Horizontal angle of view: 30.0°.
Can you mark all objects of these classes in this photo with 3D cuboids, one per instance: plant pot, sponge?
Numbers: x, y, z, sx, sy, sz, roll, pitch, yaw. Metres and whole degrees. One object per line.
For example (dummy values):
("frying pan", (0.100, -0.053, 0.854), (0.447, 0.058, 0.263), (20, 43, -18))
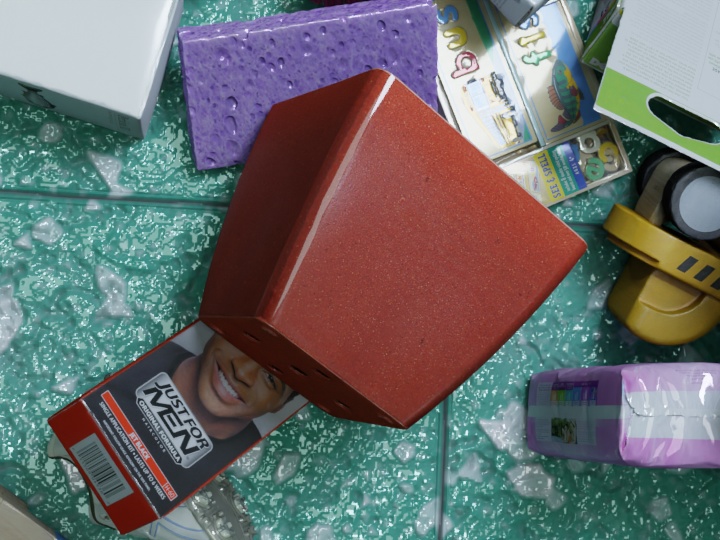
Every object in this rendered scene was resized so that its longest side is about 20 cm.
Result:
("plant pot", (0.000, 0.000, 0.954), (0.200, 0.200, 0.177), (38, 74, -20))
("sponge", (-0.038, -0.146, 1.044), (0.199, 0.030, 0.112), (-10, 123, -9))

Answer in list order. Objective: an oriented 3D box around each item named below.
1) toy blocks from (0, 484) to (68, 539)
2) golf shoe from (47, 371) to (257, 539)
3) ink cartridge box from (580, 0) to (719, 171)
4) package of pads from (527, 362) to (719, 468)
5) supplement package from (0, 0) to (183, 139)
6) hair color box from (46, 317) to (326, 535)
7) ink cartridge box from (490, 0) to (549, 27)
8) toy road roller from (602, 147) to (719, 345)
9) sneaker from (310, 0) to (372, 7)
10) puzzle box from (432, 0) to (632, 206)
("toy blocks", (-0.300, 0.235, 0.995), (0.137, 0.100, 0.200), (41, 82, -16))
("golf shoe", (-0.156, 0.177, 1.032), (0.097, 0.078, 0.200), (-38, 90, 12))
("ink cartridge box", (0.249, -0.153, 1.050), (0.147, 0.076, 0.201), (25, 59, -6))
("package of pads", (0.213, 0.110, 1.013), (0.120, 0.200, 0.076), (5, 83, -12))
("supplement package", (-0.240, -0.188, 1.000), (0.199, 0.117, 0.118), (17, 85, -7))
("hair color box", (-0.118, 0.094, 0.984), (0.200, 0.061, 0.102), (-36, 94, -43))
("ink cartridge box", (0.120, -0.318, 1.040), (0.200, 0.043, 0.196), (48, 64, -1))
("toy road roller", (0.286, 0.001, 1.072), (0.199, 0.123, 0.147), (26, 100, -7))
("sneaker", (0.037, -0.269, 1.066), (0.199, 0.081, 0.089), (-22, 89, -18))
("puzzle box", (0.125, -0.148, 1.097), (0.132, 0.025, 0.201), (-23, 91, -8))
